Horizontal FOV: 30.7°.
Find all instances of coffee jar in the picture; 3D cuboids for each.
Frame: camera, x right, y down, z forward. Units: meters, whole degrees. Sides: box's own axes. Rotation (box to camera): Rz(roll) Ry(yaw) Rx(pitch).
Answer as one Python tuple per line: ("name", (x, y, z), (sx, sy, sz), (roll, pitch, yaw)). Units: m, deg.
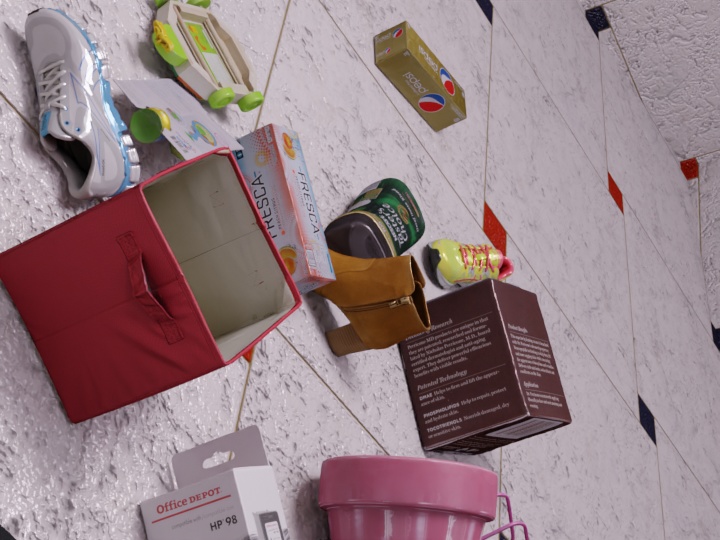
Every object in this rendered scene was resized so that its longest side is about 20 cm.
("coffee jar", (0.017, -0.048, 1.768), (0.105, 0.085, 0.200), (62, 26, -12))

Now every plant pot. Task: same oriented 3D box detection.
("plant pot", (0.049, 0.307, 1.445), (0.200, 0.199, 0.180), (26, 63, -55))

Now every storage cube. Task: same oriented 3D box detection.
("storage cube", (-0.192, 0.011, 1.195), (0.172, 0.179, 0.200), (65, 26, -7))

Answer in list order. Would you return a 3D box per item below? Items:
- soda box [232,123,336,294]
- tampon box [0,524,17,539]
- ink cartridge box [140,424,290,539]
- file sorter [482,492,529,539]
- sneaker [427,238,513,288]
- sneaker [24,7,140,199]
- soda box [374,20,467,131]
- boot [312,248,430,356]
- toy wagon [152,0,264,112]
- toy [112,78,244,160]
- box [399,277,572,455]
("soda box", (-0.094, -0.071, 1.584), (0.063, 0.068, 0.201), (13, 60, -61))
("tampon box", (-0.290, 0.272, 0.821), (0.126, 0.149, 0.200), (53, 29, -30))
("ink cartridge box", (-0.129, 0.253, 1.201), (0.067, 0.115, 0.201), (9, 62, -60))
("file sorter", (0.168, 0.386, 1.547), (0.139, 0.125, 0.200), (75, -12, -46))
("sneaker", (0.174, -0.016, 2.049), (0.200, 0.090, 0.079), (14, 59, -58))
("sneaker", (-0.285, -0.161, 1.277), (0.087, 0.075, 0.201), (-28, 95, -59))
("soda box", (0.101, -0.321, 2.178), (0.200, 0.064, 0.068), (41, 36, -43))
("boot", (0.000, 0.001, 1.625), (0.202, 0.144, 0.071), (66, 24, -3))
("toy wagon", (-0.193, -0.262, 1.553), (0.156, 0.039, 0.200), (61, 24, 10))
("toy", (-0.207, -0.157, 1.437), (0.115, 0.047, 0.200), (47, 11, 2))
("box", (0.171, 0.139, 1.829), (0.166, 0.164, 0.201), (18, 54, -58))
